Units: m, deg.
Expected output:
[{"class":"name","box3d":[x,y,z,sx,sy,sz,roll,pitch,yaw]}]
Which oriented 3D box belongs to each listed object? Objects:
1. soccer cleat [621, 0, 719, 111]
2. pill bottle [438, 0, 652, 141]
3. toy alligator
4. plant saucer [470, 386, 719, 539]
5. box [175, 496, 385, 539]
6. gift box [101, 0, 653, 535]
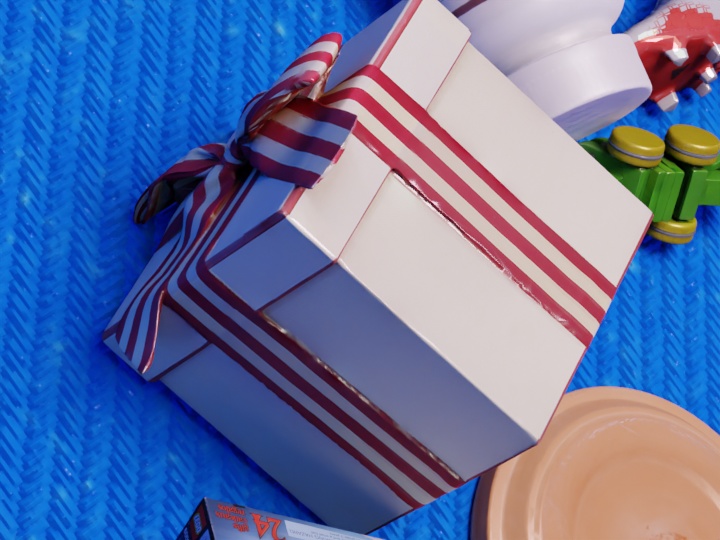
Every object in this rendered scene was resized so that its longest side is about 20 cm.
[{"class":"soccer cleat","box3d":[0.194,-0.148,1.642,0.200,0.069,0.085,-19,71,-42]},{"class":"pill bottle","box3d":[0.073,-0.166,1.534,0.109,0.110,0.200,-16,77,-38]},{"class":"toy alligator","box3d":[0.173,-0.052,1.588,0.200,0.059,0.054,-3,29,-35]},{"class":"plant saucer","box3d":[0.146,0.153,1.481,0.200,0.032,0.201,14,61,-28]},{"class":"box","box3d":[0.019,0.182,1.315,0.200,0.038,0.137,16,35,-28]},{"class":"gift box","box3d":[0.000,0.000,1.357,0.187,0.184,0.200,42,45,-12]}]
